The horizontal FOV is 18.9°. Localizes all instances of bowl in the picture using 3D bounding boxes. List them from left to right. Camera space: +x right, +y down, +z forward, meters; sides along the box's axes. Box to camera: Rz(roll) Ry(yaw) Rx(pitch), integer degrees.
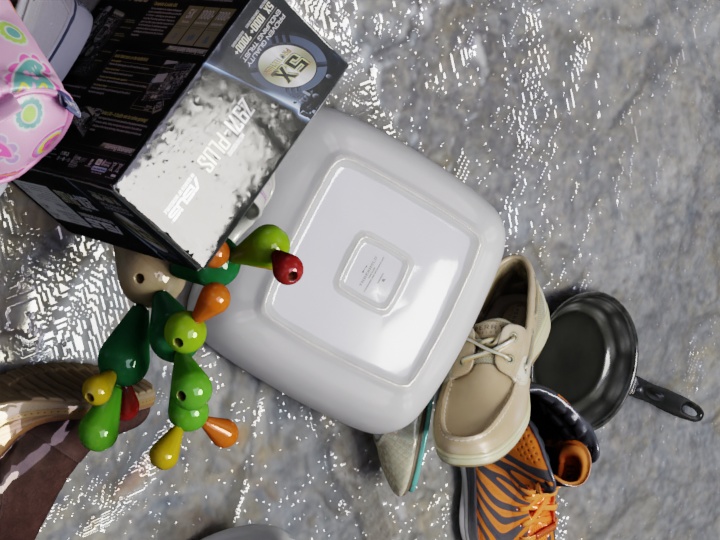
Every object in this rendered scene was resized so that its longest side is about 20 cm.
[{"bbox_3d":[0.000,0.000,1.532,0.199,0.075,0.201,30,82,-15],"label":"bowl"}]

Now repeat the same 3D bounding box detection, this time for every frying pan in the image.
[{"bbox_3d":[0.205,0.071,1.743,0.189,0.031,0.116,-3,100,-37],"label":"frying pan"}]

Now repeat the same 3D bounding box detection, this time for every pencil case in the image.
[{"bbox_3d":[-0.249,-0.147,1.305,0.087,0.201,0.088,-28,156,-14],"label":"pencil case"}]

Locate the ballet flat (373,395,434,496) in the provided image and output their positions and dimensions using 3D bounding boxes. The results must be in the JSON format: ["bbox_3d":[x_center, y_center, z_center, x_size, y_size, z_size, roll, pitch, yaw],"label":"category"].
[{"bbox_3d":[0.029,0.066,1.617,0.062,0.067,0.202,12,88,-7],"label":"ballet flat"}]

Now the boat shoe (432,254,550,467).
[{"bbox_3d":[0.095,0.065,1.598,0.200,0.072,0.065,-63,149,-49],"label":"boat shoe"}]

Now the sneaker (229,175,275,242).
[{"bbox_3d":[-0.078,-0.083,1.483,0.075,0.099,0.201,35,79,-41],"label":"sneaker"}]

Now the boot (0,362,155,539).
[{"bbox_3d":[-0.232,0.155,1.457,0.199,0.072,0.168,-10,116,-34],"label":"boot"}]

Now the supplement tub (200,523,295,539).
[{"bbox_3d":[-0.064,0.293,1.546,0.122,0.122,0.201,-36,116,-24],"label":"supplement tub"}]

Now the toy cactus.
[{"bbox_3d":[-0.116,0.026,1.395,0.102,0.166,0.200,15,123,-36],"label":"toy cactus"}]

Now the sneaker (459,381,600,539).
[{"bbox_3d":[0.133,0.173,1.659,0.077,0.112,0.201,-32,115,-33],"label":"sneaker"}]

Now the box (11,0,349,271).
[{"bbox_3d":[-0.128,-0.101,1.386,0.086,0.199,0.164,42,74,-30],"label":"box"}]

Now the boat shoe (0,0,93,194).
[{"bbox_3d":[-0.253,-0.108,1.378,0.086,0.074,0.203,38,74,-33],"label":"boat shoe"}]
